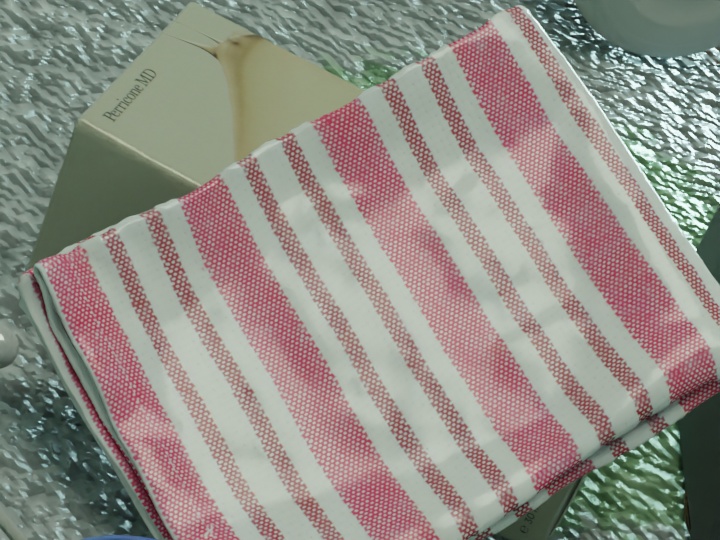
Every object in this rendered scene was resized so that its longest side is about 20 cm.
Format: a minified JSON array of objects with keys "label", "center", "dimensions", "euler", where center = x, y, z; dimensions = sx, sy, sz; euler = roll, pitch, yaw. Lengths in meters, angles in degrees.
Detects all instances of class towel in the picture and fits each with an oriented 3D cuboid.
[{"label":"towel","center":[0.011,0.015,0.940],"dimensions":[0.199,0.030,0.147],"euler":[-29,74,-16]}]

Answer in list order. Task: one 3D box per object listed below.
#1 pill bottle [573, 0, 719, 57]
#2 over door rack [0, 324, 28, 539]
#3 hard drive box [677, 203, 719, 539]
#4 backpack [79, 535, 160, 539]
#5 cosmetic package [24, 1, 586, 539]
[{"label":"pill bottle","center":[0.114,-0.192,1.311],"dimensions":[0.109,0.110,0.201],"euler":[5,39,-24]},{"label":"over door rack","center":[-0.156,0.066,0.847],"dimensions":[0.147,0.067,0.200],"euler":[-6,44,-35]},{"label":"hard drive box","center":[0.217,0.060,1.063],"dimensions":[0.199,0.077,0.156],"euler":[16,35,-10]},{"label":"backpack","center":[-0.025,0.156,0.722],"dimensions":[0.199,0.147,0.183],"euler":[33,35,6]},{"label":"cosmetic package","center":[0.000,0.000,1.021],"dimensions":[0.199,0.073,0.104],"euler":[28,35,5]}]
